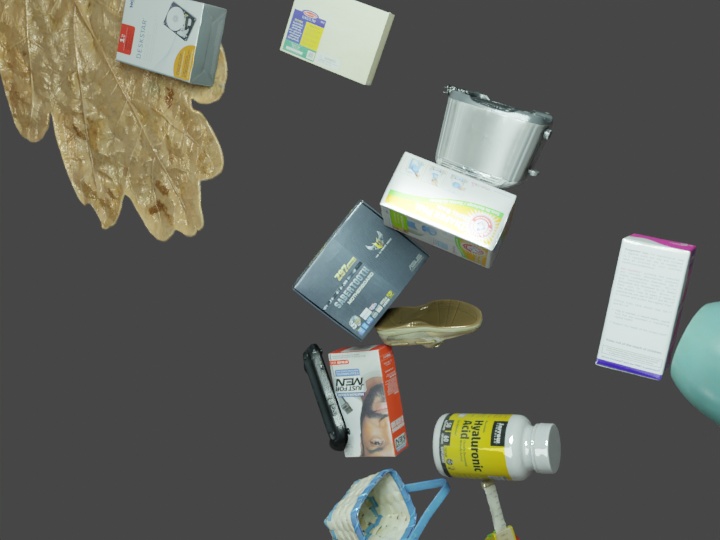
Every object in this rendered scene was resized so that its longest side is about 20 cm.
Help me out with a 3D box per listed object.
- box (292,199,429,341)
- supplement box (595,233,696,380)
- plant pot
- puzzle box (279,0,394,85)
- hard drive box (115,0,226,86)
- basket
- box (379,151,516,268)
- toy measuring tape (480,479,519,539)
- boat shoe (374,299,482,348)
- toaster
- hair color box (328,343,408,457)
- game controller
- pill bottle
[{"bbox_3d":[0.000,0.000,1.438,0.158,0.051,0.200,39,92,-8],"label":"box"},{"bbox_3d":[0.439,0.052,1.250,0.103,0.101,0.200,13,103,26],"label":"supplement box"},{"bbox_3d":[0.545,0.136,1.157,0.161,0.200,0.201,27,109,35],"label":"plant pot"},{"bbox_3d":[-0.046,-0.435,1.486,0.200,0.025,0.133,28,109,22],"label":"puzzle box"},{"bbox_3d":[-0.381,-0.471,1.632,0.200,0.077,0.156,20,105,25],"label":"hard drive box"},{"bbox_3d":[0.052,0.445,1.477,0.200,0.176,0.139,-23,101,42],"label":"basket"},{"bbox_3d":[0.145,-0.098,1.344,0.200,0.113,0.102,24,78,11],"label":"box"},{"bbox_3d":[0.238,0.457,1.428,0.073,0.074,0.200,-16,92,29],"label":"toy measuring tape"},{"bbox_3d":[0.125,0.102,1.451,0.200,0.072,0.065,-7,130,22],"label":"boat shoe"},{"bbox_3d":[0.207,-0.216,1.332,0.200,0.114,0.129,22,109,21],"label":"toaster"},{"bbox_3d":[0.014,0.244,1.525,0.111,0.064,0.200,-8,94,29],"label":"hair color box"},{"bbox_3d":[-0.065,0.240,1.532,0.042,0.104,0.200,-17,64,-9],"label":"game controller"},{"bbox_3d":[0.233,0.301,1.388,0.200,0.111,0.112,-5,95,28],"label":"pill bottle"}]
